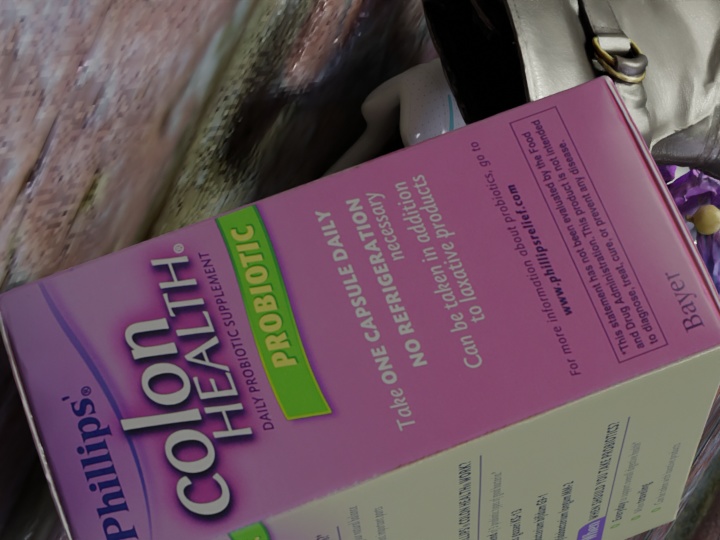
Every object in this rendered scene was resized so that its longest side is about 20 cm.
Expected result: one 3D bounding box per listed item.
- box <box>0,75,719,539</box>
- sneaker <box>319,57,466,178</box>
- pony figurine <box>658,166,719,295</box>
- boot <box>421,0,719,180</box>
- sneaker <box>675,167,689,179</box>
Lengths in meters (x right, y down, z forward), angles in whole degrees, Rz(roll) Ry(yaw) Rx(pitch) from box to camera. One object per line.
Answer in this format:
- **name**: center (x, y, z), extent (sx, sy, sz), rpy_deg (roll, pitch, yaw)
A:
- **box**: center (0.004, 0.049, 0.645), extent (0.199, 0.097, 0.176), rpy_deg (-21, 157, -6)
- **sneaker**: center (0.000, 0.000, 0.775), extent (0.080, 0.070, 0.201), rpy_deg (-10, 131, -47)
- **pony figurine**: center (0.173, -0.040, 0.911), extent (0.201, 0.166, 0.193), rpy_deg (-57, 169, 2)
- **boot**: center (0.093, -0.112, 0.744), extent (0.173, 0.201, 0.069), rpy_deg (4, 150, -37)
- **sneaker**: center (0.192, -0.019, 1.090), extent (0.074, 0.115, 0.201), rpy_deg (-59, -176, 48)
